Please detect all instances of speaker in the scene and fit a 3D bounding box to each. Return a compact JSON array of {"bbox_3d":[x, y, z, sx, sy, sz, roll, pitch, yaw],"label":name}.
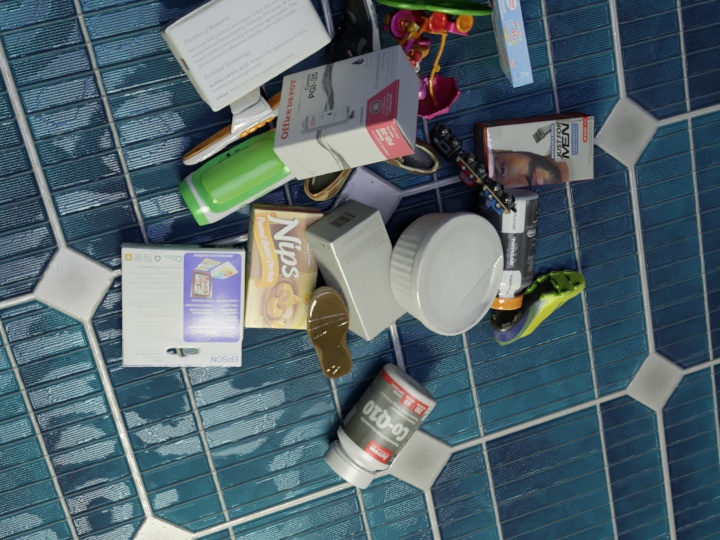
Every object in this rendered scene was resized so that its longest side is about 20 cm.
[{"bbox_3d":[-0.184,-0.151,1.430,0.199,0.088,0.089,-30,110,-6],"label":"speaker"}]

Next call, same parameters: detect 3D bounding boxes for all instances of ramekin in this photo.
[{"bbox_3d":[0.135,-0.002,1.483,0.201,0.094,0.204,-13,111,-37],"label":"ramekin"}]

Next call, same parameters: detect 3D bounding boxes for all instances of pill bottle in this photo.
[{"bbox_3d":[0.251,-0.036,1.567,0.105,0.106,0.202,-3,105,-14],"label":"pill bottle"},{"bbox_3d":[0.032,0.274,1.588,0.114,0.114,0.201,35,93,-21],"label":"pill bottle"}]

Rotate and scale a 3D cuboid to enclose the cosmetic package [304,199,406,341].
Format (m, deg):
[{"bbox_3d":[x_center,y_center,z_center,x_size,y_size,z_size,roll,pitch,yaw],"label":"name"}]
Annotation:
[{"bbox_3d":[0.000,0.000,1.489,0.107,0.085,0.201,-34,124,-23],"label":"cosmetic package"}]

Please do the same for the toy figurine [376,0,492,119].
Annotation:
[{"bbox_3d":[0.100,-0.331,1.429,0.199,0.150,0.185,-9,118,-35],"label":"toy figurine"}]

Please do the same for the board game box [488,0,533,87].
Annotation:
[{"bbox_3d":[0.231,-0.379,1.419,0.036,0.200,0.152,-11,109,8],"label":"board game box"}]

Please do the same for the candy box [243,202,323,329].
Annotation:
[{"bbox_3d":[-0.131,-0.006,1.499,0.115,0.055,0.202,3,104,-16],"label":"candy box"}]

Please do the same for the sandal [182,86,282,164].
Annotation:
[{"bbox_3d":[-0.198,-0.238,1.405,0.206,0.079,0.059,-33,113,-3],"label":"sandal"}]

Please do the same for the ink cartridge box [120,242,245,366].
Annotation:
[{"bbox_3d":[-0.288,0.057,1.472,0.196,0.043,0.202,2,104,-9],"label":"ink cartridge box"}]

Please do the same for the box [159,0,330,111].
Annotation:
[{"bbox_3d":[-0.173,-0.344,1.319,0.199,0.199,0.131,-32,110,-4],"label":"box"}]

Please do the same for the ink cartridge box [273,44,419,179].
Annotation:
[{"bbox_3d":[-0.020,-0.230,1.332,0.199,0.147,0.083,-10,147,24],"label":"ink cartridge box"}]

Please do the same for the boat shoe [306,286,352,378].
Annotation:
[{"bbox_3d":[-0.055,0.094,1.506,0.072,0.065,0.201,-17,134,-7],"label":"boat shoe"}]

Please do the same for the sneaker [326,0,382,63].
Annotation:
[{"bbox_3d":[-0.013,-0.355,1.406,0.087,0.076,0.201,-14,126,-3],"label":"sneaker"}]

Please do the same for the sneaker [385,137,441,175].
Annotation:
[{"bbox_3d":[0.044,-0.211,1.479,0.199,0.076,0.071,17,100,-18],"label":"sneaker"}]

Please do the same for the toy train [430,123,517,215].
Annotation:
[{"bbox_3d":[0.185,-0.162,1.500,0.046,0.034,0.200,-44,72,12],"label":"toy train"}]

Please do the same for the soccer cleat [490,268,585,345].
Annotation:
[{"bbox_3d":[0.321,0.066,1.649,0.199,0.065,0.084,-31,140,-10],"label":"soccer cleat"}]

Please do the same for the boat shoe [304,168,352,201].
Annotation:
[{"bbox_3d":[-0.026,-0.195,1.423,0.075,0.074,0.201,28,101,2],"label":"boat shoe"}]

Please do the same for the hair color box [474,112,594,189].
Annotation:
[{"bbox_3d":[0.300,-0.206,1.558,0.198,0.064,0.112,-8,108,-12],"label":"hair color box"}]
